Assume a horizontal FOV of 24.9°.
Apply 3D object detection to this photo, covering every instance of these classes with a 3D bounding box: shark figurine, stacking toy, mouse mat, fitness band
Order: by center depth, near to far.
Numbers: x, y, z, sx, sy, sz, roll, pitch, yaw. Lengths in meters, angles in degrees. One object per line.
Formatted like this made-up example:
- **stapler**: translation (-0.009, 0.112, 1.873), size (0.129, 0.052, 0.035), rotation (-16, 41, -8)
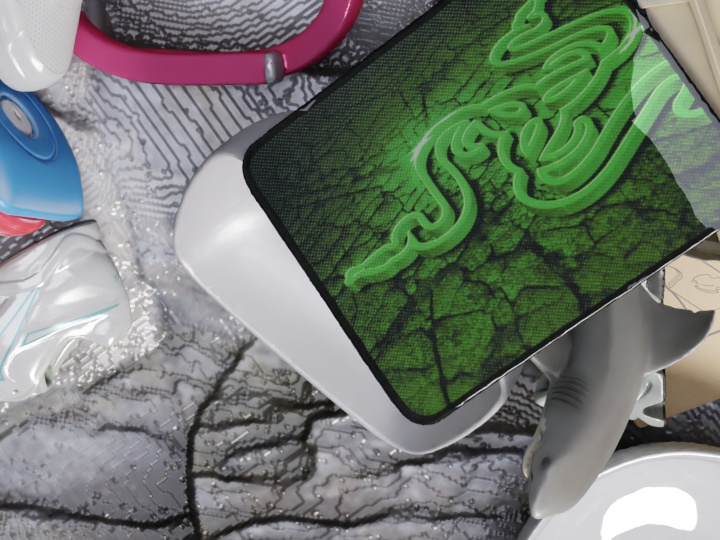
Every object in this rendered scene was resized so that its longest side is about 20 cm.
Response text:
- **mouse mat**: translation (0.059, -0.043, 0.753), size (0.200, 0.008, 0.161), rotation (-36, 84, 14)
- **shark figurine**: translation (0.126, 0.005, 0.799), size (0.089, 0.128, 0.215), rotation (-3, 92, 35)
- **fitness band**: translation (-0.093, -0.176, 0.912), size (0.200, 0.037, 0.144), rotation (3, 103, 18)
- **stacking toy**: translation (-0.266, -0.029, 0.925), size (0.200, 0.110, 0.116), rotation (-36, 79, 14)

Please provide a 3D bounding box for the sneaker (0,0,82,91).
- **sneaker**: translation (-0.145, -0.195, 0.871), size (0.115, 0.074, 0.200), rotation (4, 99, 22)

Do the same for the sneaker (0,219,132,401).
- **sneaker**: translation (-0.224, 0.049, 0.940), size (0.200, 0.070, 0.080), rotation (-28, 98, 2)

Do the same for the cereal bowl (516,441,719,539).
- **cereal bowl**: translation (0.177, 0.193, 0.948), size (0.200, 0.083, 0.200), rotation (0, 95, -1)

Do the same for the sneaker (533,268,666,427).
- **sneaker**: translation (0.121, -0.003, 0.881), size (0.088, 0.074, 0.200), rotation (0, 115, 9)

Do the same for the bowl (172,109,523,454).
- **bowl**: translation (0.000, 0.000, 0.885), size (0.200, 0.200, 0.075), rotation (39, 66, -1)

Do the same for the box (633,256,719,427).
- **box**: translation (0.188, -0.020, 0.916), size (0.163, 0.021, 0.200), rotation (-23, 111, 18)

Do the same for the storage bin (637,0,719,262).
- **storage bin**: translation (0.210, -0.132, 0.793), size (0.198, 0.094, 0.200), rotation (-32, 109, -29)
